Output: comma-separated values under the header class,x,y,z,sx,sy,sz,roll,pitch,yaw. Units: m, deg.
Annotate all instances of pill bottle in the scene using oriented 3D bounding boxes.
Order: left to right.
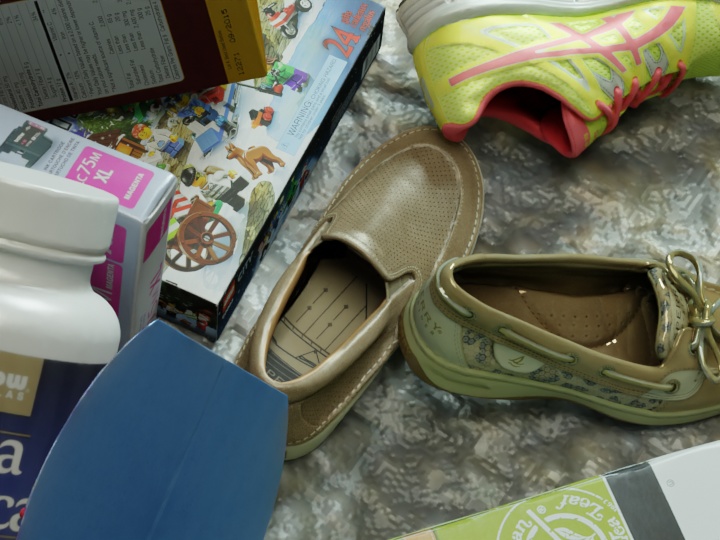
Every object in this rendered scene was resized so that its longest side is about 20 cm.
class,x,y,z,sx,sy,sz,roll,pitch,yaw
pill bottle,-0.166,0.056,1.050,0.111,0.111,0.201,14,95,3

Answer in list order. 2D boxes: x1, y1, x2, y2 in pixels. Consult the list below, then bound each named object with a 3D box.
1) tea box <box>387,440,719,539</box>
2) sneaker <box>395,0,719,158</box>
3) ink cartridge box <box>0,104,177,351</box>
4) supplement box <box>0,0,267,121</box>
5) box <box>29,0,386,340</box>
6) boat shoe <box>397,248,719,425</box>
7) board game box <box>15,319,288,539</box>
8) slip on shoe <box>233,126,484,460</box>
class,x,y,z,sx,sy,sz,roll,pitch,yaw
tea box,0.104,0.205,1.025,0.196,0.134,0.200,-16,62,-14
sneaker,0.118,-0.099,1.245,0.199,0.078,0.091,-3,70,-13
ink cartridge box,-0.187,-0.032,1.146,0.199,0.120,0.042,24,51,9
supplement box,-0.164,-0.190,1.203,0.199,0.133,0.198,-11,53,2
box,-0.089,-0.076,1.231,0.136,0.038,0.200,23,60,8
boat shoe,0.120,0.028,1.161,0.199,0.063,0.074,1,59,-20
board game box,-0.103,0.104,1.040,0.039,0.200,0.158,20,82,27
slip on shoe,0.000,0.000,1.180,0.076,0.061,0.200,31,61,13
